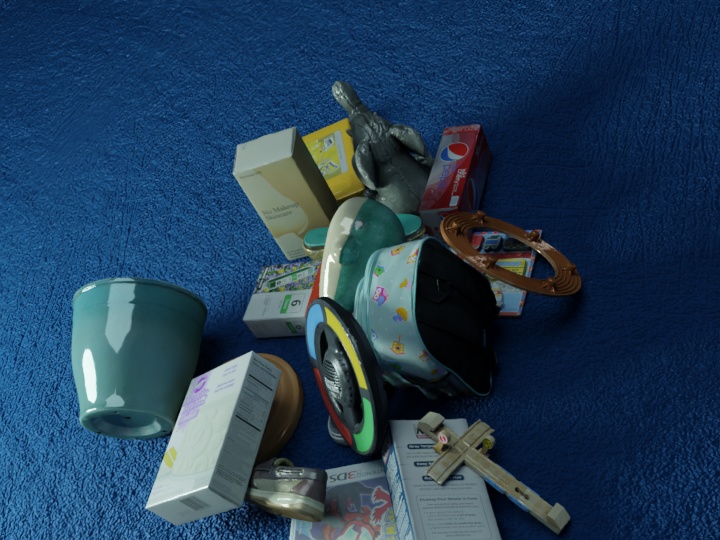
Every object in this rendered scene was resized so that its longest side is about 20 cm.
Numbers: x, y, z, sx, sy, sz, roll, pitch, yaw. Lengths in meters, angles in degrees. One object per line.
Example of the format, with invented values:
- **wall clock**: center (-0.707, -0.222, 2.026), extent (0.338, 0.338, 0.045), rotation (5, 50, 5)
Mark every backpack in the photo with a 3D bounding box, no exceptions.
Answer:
- **backpack**: center (0.074, 0.058, 1.224), extent (0.153, 0.200, 0.177), rotation (-5, 63, 27)

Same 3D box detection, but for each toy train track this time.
- **toy train track**: center (0.152, 0.221, 1.108), extent (0.200, 0.033, 0.115), rotation (36, 44, 21)

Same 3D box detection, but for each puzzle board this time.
- **puzzle board**: center (0.148, 0.002, 1.390), extent (0.199, 0.017, 0.151), rotation (-2, 50, 30)

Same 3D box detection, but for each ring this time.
- **ring**: center (0.200, -0.028, 1.282), extent (0.201, 0.200, 0.019), rotation (55, 129, 48)

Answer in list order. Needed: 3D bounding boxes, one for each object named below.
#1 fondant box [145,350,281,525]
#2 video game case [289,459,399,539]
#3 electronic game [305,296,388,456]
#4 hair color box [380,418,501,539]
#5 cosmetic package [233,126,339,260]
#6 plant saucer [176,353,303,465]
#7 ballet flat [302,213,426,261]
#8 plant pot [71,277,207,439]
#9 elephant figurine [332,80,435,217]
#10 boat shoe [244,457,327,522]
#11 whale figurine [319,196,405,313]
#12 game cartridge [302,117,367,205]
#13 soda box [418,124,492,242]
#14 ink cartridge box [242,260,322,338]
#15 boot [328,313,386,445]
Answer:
- **fondant box**: center (-0.190, 0.219, 1.272), extent (0.144, 0.058, 0.201), rotation (-27, 36, 41)
- **video game case**: center (-0.002, 0.321, 1.172), extent (0.181, 0.023, 0.201), rotation (-15, 45, 18)
- **electronic game**: center (-0.021, 0.129, 1.190), extent (0.041, 0.201, 0.200), rotation (-18, 37, -21)
- **hair color box**: center (0.091, 0.265, 1.113), extent (0.099, 0.061, 0.201), rotation (2, 42, -13)
- **cosmetic package**: center (-0.106, -0.115, 1.514), extent (0.105, 0.200, 0.071), rotation (-16, 44, 17)
- **plant saucer**: center (-0.176, 0.199, 1.383), extent (0.199, 0.032, 0.201), rotation (-17, 43, 17)
- **ballet flat**: center (0.011, -0.041, 1.476), extent (0.199, 0.071, 0.071), rotation (-7, 47, 20)
- **plant pot**: center (-0.329, 0.138, 1.425), extent (0.199, 0.200, 0.189), rotation (-12, 60, 20)
- **elephant figurine**: center (0.034, -0.175, 1.487), extent (0.155, 0.200, 0.142), rotation (3, 52, 33)
- **boat shoe**: center (-0.102, 0.266, 1.216), extent (0.200, 0.072, 0.065), rotation (-8, 52, 56)
- **whale figurine**: center (0.000, 0.000, 1.357), extent (0.103, 0.159, 0.201), rotation (14, 75, 11)
- **game cartridge**: center (-0.080, -0.163, 1.670), extent (0.176, 0.032, 0.201), rotation (-22, 42, 11)
- **soda box**: center (0.145, -0.132, 1.467), extent (0.063, 0.070, 0.201), rotation (-5, 43, 25)
- **ink cartridge box**: center (-0.067, 0.039, 1.456), extent (0.199, 0.050, 0.109), rotation (-6, 47, 27)
- **boot**: center (-0.003, 0.126, 1.305), extent (0.072, 0.090, 0.201), rotation (3, 52, 32)
